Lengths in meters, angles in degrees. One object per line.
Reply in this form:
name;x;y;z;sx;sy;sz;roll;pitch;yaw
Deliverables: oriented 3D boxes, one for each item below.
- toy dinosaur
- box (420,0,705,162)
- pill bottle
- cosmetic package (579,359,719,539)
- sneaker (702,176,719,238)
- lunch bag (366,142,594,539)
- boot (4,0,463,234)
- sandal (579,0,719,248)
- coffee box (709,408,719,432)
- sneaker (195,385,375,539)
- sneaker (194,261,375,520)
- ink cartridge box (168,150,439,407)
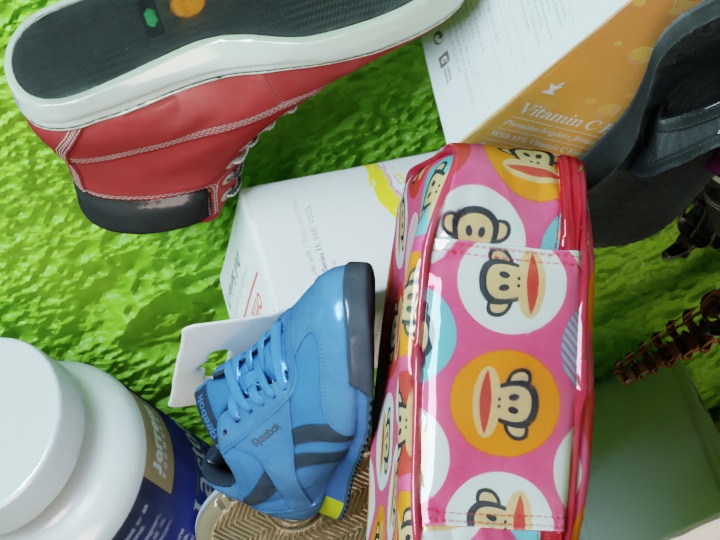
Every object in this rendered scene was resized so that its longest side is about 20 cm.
toy dinosaur;0.223;0.002;1.405;0.201;0.102;0.136;-55;157;8
box;0.133;-0.129;1.140;0.124;0.098;0.200;11;145;-37
pill bottle;-0.137;0.114;1.350;0.115;0.116;0.200;-29;145;14
cosmetic package;0.133;0.184;1.495;0.199;0.165;0.165;-26;119;9
sneaker;0.250;-0.033;1.230;0.199;0.081;0.087;15;144;13
lunch bag;0.044;0.053;1.149;0.081;0.201;0.176;6;173;-8
boot;-0.042;-0.081;1.175;0.199;0.073;0.144;-17;150;4
sandal;0.144;-0.054;1.127;0.075;0.048;0.201;-1;151;-20
coffee box;0.245;0.118;1.613;0.199;0.044;0.123;-31;143;15
sneaker;0.003;0.091;1.374;0.199;0.108;0.070;-27;104;-7
sneaker;-0.035;0.058;1.218;0.078;0.066;0.200;7;151;-5
ink cartridge box;0.000;0.000;1.284;0.199;0.068;0.117;-12;160;-13
